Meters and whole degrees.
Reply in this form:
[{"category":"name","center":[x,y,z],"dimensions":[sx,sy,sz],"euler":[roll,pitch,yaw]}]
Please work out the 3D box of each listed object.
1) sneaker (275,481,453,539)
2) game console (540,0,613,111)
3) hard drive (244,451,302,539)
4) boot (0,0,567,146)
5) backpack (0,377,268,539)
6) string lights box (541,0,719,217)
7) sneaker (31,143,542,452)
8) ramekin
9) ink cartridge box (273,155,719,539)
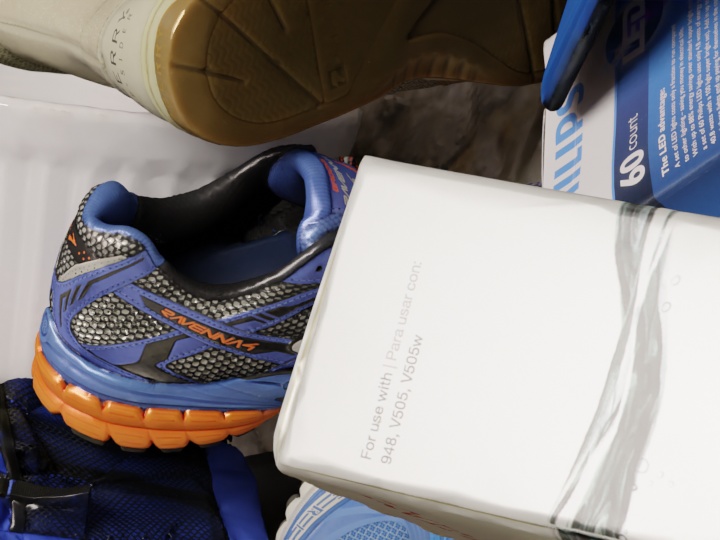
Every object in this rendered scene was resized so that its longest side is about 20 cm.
[{"category":"sneaker","center":[0.048,0.088,0.836],"dimensions":[0.200,0.078,0.089],"euler":[-27,52,39]},{"category":"game console","center":[0.139,-0.151,0.811],"dimensions":[0.170,0.118,0.200],"euler":[2,53,24]},{"category":"hard drive","center":[-0.079,0.141,0.993],"dimensions":[0.200,0.033,0.140],"euler":[-14,64,45]},{"category":"boot","center":[-0.020,-0.096,0.909],"dimensions":[0.155,0.200,0.072],"euler":[17,119,49]},{"category":"backpack","center":[-0.138,0.118,0.853],"dimensions":[0.163,0.200,0.168],"euler":[-60,27,25]},{"category":"string lights box","center":[0.139,-0.068,0.797],"dimensions":[0.200,0.059,0.103],"euler":[-35,34,35]},{"category":"sneaker","center":[0.000,0.000,0.855],"dimensions":[0.075,0.200,0.079],"euler":[-119,23,-46]},{"category":"ramekin","center":[-0.104,-0.022,0.968],"dimensions":[0.200,0.200,0.098],"euler":[20,106,51]},{"category":"ink cartridge box","center":[0.101,0.042,0.693],"dimensions":[0.200,0.147,0.083],"euler":[11,81,27]}]
